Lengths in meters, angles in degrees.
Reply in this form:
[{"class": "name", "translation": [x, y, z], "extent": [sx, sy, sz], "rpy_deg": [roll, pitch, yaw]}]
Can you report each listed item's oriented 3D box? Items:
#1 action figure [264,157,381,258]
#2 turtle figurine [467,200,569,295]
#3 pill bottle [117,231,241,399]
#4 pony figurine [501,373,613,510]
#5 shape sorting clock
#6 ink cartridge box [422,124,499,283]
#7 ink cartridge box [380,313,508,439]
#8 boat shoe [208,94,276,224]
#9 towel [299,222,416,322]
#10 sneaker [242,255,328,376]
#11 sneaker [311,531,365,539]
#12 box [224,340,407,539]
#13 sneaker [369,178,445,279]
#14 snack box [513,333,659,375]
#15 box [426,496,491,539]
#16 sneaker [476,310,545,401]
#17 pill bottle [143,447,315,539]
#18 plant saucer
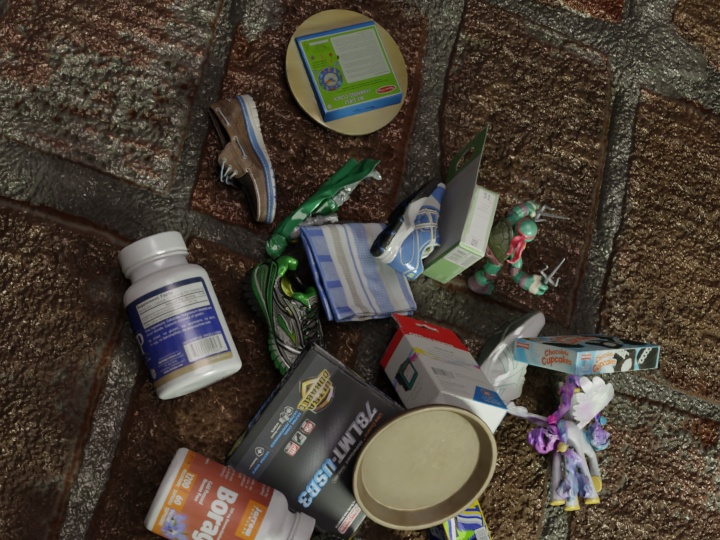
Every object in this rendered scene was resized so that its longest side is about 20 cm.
[{"class": "action figure", "translation": [-0.060, -0.086, 1.685], "extent": [0.200, 0.118, 0.055], "rpy_deg": [-40, 100, -17]}, {"class": "turtle figurine", "translation": [0.221, -0.038, 1.705], "extent": [0.100, 0.200, 0.151], "rpy_deg": [20, 66, -22]}, {"class": "pill bottle", "translation": [-0.245, 0.057, 1.553], "extent": [0.119, 0.120, 0.201], "rpy_deg": [-18, 80, -24]}, {"class": "pony figurine", "translation": [0.293, 0.233, 1.677], "extent": [0.166, 0.193, 0.201], "rpy_deg": [-10, 72, 20]}, {"class": "shape sorting clock", "translation": [-0.021, -0.301, 1.788], "extent": [0.199, 0.039, 0.201], "rpy_deg": [6, 72, -20]}, {"class": "ink cartridge box", "translation": [0.156, -0.096, 1.732], "extent": [0.048, 0.146, 0.201], "rpy_deg": [23, 67, -12]}, {"class": "ink cartridge box", "translation": [0.106, 0.147, 1.621], "extent": [0.116, 0.200, 0.068], "rpy_deg": [18, 112, -28]}, {"class": "boat shoe", "translation": [-0.171, -0.154, 1.678], "extent": [0.072, 0.072, 0.201], "rpy_deg": [-10, 68, -17]}, {"class": "towel", "translation": [0.000, 0.000, 1.661], "extent": [0.199, 0.024, 0.148], "rpy_deg": [-4, 71, -54]}, {"class": "sneaker", "translation": [-0.087, 0.074, 1.606], "extent": [0.078, 0.085, 0.201], "rpy_deg": [-23, 84, -52]}, {"class": "sneaker", "translation": [-0.037, 0.386, 1.486], "extent": [0.085, 0.200, 0.078], "rpy_deg": [-35, 67, 7]}, {"class": "box", "translation": [-0.045, 0.231, 1.566], "extent": [0.198, 0.050, 0.200], "rpy_deg": [37, 90, -10]}, {"class": "sneaker", "translation": [0.082, -0.061, 1.722], "extent": [0.077, 0.076, 0.200], "rpy_deg": [43, 47, -9]}, {"class": "snack box", "translation": [0.330, 0.121, 1.710], "extent": [0.199, 0.116, 0.037], "rpy_deg": [0, 97, -43]}, {"class": "box", "translation": [0.112, 0.297, 1.637], "extent": [0.064, 0.070, 0.201], "rpy_deg": [-15, 79, -22]}, {"class": "sneaker", "translation": [0.212, 0.143, 1.728], "extent": [0.080, 0.070, 0.200], "rpy_deg": [46, 72, -8]}, {"class": "pill bottle", "translation": [-0.164, 0.315, 1.495], "extent": [0.199, 0.112, 0.113], "rpy_deg": [25, 67, -3]}, {"class": "plant saucer", "translation": [0.082, 0.254, 1.535], "extent": [0.199, 0.030, 0.201], "rpy_deg": [-7, 120, -13]}]
